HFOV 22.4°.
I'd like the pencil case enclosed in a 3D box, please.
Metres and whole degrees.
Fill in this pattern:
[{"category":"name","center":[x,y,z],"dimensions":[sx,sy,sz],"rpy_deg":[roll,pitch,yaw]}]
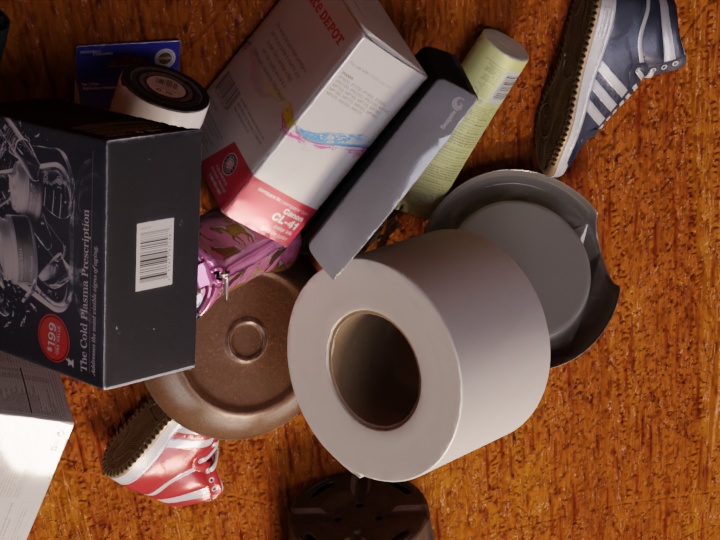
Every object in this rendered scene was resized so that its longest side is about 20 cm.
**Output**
[{"category":"pencil case","center":[-0.123,-0.014,1.598],"dimensions":[0.083,0.086,0.200],"rpy_deg":[-54,171,25]}]

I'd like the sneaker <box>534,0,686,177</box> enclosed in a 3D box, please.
[{"category":"sneaker","center":[0.238,-0.176,1.726],"dimensions":[0.107,0.070,0.202],"rpy_deg":[2,121,-22]}]

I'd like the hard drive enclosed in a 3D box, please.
[{"category":"hard drive","center":[0.019,-0.099,1.576],"dimensions":[0.042,0.135,0.200],"rpy_deg":[34,106,-18]}]

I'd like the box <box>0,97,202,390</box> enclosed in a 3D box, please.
[{"category":"box","center":[-0.228,-0.026,1.482],"dimensions":[0.104,0.181,0.202],"rpy_deg":[-12,110,-46]}]

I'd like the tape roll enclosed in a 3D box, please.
[{"category":"tape roll","center":[0.052,0.073,1.633],"dimensions":[0.139,0.202,0.204],"rpy_deg":[-19,137,-48]}]

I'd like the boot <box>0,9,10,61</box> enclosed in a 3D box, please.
[{"category":"boot","center":[-0.387,-0.142,1.480],"dimensions":[0.198,0.077,0.169],"rpy_deg":[-8,131,-26]}]

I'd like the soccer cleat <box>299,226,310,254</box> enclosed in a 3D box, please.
[{"category":"soccer cleat","center":[-0.019,-0.108,1.687],"dimensions":[0.083,0.065,0.202],"rpy_deg":[-13,131,-53]}]

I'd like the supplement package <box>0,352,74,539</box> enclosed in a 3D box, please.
[{"category":"supplement package","center":[-0.393,0.154,1.653],"dimensions":[0.198,0.147,0.192],"rpy_deg":[10,120,-29]}]

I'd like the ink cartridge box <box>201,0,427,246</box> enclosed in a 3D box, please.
[{"category":"ink cartridge box","center":[-0.052,-0.146,1.575],"dimensions":[0.085,0.148,0.200],"rpy_deg":[30,110,-37]}]

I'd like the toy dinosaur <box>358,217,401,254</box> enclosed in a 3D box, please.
[{"category":"toy dinosaur","center":[0.000,0.000,1.750],"dimensions":[0.101,0.058,0.200],"rpy_deg":[-46,154,-12]}]

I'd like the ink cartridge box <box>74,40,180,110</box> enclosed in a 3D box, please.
[{"category":"ink cartridge box","center":[-0.206,-0.106,1.615],"dimensions":[0.094,0.037,0.202],"rpy_deg":[-6,124,-18]}]

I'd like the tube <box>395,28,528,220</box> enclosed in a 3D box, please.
[{"category":"tube","center":[0.085,-0.133,1.712],"dimensions":[0.058,0.052,0.201],"rpy_deg":[35,117,6]}]

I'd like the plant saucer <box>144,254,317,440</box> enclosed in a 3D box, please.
[{"category":"plant saucer","center":[-0.112,0.064,1.719],"dimensions":[0.198,0.037,0.203],"rpy_deg":[-3,98,-21]}]

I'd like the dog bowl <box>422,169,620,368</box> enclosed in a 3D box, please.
[{"category":"dog bowl","center":[0.149,0.007,1.755],"dimensions":[0.198,0.202,0.059],"rpy_deg":[-15,164,-12]}]

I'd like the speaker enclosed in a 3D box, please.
[{"category":"speaker","center":[-0.197,-0.072,1.568],"dimensions":[0.080,0.081,0.201],"rpy_deg":[7,121,-27]}]

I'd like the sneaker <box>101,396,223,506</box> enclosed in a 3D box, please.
[{"category":"sneaker","center":[-0.151,0.154,1.806],"dimensions":[0.200,0.071,0.112],"rpy_deg":[-42,131,11]}]

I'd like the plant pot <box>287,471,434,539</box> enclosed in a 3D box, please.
[{"category":"plant pot","center":[0.005,0.336,1.938],"dimensions":[0.198,0.201,0.200],"rpy_deg":[-15,122,-12]}]
